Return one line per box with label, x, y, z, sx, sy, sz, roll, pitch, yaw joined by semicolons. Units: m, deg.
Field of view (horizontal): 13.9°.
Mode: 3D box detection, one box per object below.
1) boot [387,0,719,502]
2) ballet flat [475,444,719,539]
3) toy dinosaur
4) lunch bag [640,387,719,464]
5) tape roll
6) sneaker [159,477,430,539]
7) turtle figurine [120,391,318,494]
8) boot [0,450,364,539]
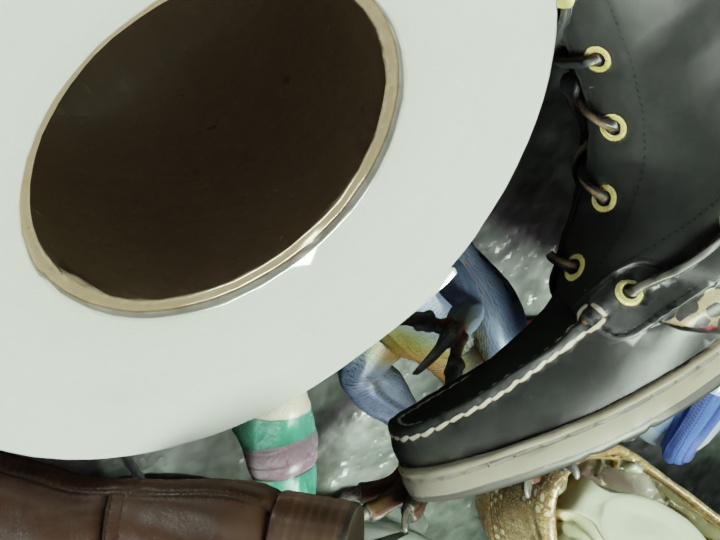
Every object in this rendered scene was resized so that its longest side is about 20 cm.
boot;0.070;-0.039;0.844;0.200;0.073;0.151;-30;99;1
ballet flat;0.129;0.124;1.043;0.200;0.065;0.071;31;78;-11
toy dinosaur;0.000;0.000;0.974;0.105;0.200;0.182;-10;118;19
lunch bag;0.139;-0.042;0.971;0.200;0.075;0.160;-62;168;20
tape roll;-0.068;-0.070;0.778;0.202;0.139;0.203;-22;138;-21
sneaker;-0.038;0.125;1.026;0.199;0.089;0.074;-1;129;-35
turtle figurine;-0.034;0.099;0.918;0.200;0.101;0.150;27;150;-10
boot;-0.104;0.123;0.835;0.199;0.064;0.187;10;112;8
